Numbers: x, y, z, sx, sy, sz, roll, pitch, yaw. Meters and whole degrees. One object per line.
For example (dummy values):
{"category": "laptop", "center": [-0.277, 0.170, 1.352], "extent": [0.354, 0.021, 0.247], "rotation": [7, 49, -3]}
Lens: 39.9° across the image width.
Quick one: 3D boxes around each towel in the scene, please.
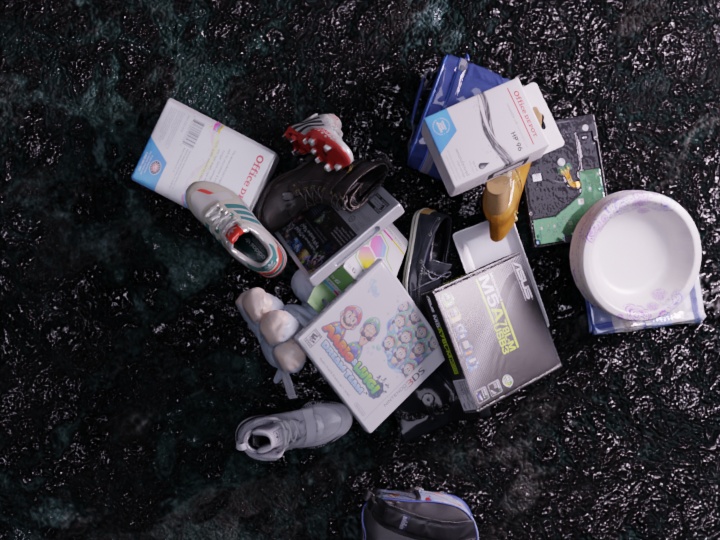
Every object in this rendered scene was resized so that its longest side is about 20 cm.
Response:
{"category": "towel", "center": [0.470, 0.025, 1.655], "extent": [0.196, 0.024, 0.150], "rotation": [-7, 88, -1]}

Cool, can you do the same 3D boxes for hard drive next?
{"category": "hard drive", "center": [0.335, -0.147, 1.649], "extent": [0.137, 0.038, 0.204], "rotation": [-10, 88, -1]}

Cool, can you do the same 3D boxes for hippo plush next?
{"category": "hippo plush", "center": [-0.083, 0.083, 1.563], "extent": [0.159, 0.159, 0.202], "rotation": [-31, 116, -15]}

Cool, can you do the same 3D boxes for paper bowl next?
{"category": "paper bowl", "center": [0.432, -0.026, 1.585], "extent": [0.197, 0.104, 0.205], "rotation": [-1, 97, -7]}

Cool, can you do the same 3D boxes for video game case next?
{"category": "video game case", "center": [-0.039, -0.078, 1.573], "extent": [0.181, 0.200, 0.023], "rotation": [-39, 123, -1]}
{"category": "video game case", "center": [0.021, 0.116, 1.521], "extent": [0.182, 0.024, 0.201], "rotation": [-42, 111, -13]}

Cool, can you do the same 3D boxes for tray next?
{"category": "tray", "center": [0.233, 0.016, 1.652], "extent": [0.106, 0.022, 0.203], "rotation": [-19, 89, -2]}

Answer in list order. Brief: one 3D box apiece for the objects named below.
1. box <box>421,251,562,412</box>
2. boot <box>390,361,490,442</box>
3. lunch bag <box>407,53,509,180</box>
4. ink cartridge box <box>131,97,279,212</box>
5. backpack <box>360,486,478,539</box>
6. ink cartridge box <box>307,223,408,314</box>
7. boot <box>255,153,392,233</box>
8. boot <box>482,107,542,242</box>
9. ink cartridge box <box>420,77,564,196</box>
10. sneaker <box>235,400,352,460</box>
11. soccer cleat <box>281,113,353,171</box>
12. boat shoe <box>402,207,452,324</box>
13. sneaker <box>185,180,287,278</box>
{"category": "box", "center": [0.210, 0.096, 1.575], "extent": [0.191, 0.047, 0.203], "rotation": [-20, 90, -29]}
{"category": "boot", "center": [0.113, 0.166, 1.619], "extent": [0.165, 0.076, 0.204], "rotation": [-13, 95, -5]}
{"category": "lunch bag", "center": [0.148, -0.250, 1.598], "extent": [0.130, 0.136, 0.203], "rotation": [19, 86, -1]}
{"category": "ink cartridge box", "center": [-0.248, -0.166, 1.616], "extent": [0.198, 0.085, 0.146], "rotation": [27, 90, 1]}
{"category": "backpack", "center": [0.095, 0.439, 1.579], "extent": [0.187, 0.154, 0.204], "rotation": [2, 95, 7]}
{"category": "ink cartridge box", "center": [0.000, 0.000, 1.561], "extent": [0.104, 0.059, 0.202], "rotation": [46, 47, -27]}
{"category": "boot", "center": [-0.061, -0.122, 1.561], "extent": [0.200, 0.173, 0.070], "rotation": [-45, 123, -14]}
{"category": "boot", "center": [0.240, -0.160, 1.598], "extent": [0.070, 0.145, 0.204], "rotation": [16, 66, 16]}
{"category": "ink cartridge box", "center": [0.203, -0.208, 1.491], "extent": [0.197, 0.068, 0.118], "rotation": [-24, 82, -4]}
{"category": "sneaker", "center": [-0.108, 0.261, 1.595], "extent": [0.196, 0.115, 0.077], "rotation": [-10, 89, -1]}
{"category": "soccer cleat", "center": [-0.055, -0.212, 1.575], "extent": [0.085, 0.199, 0.069], "rotation": [-40, 118, -14]}
{"category": "boat shoe", "center": [0.113, -0.001, 1.620], "extent": [0.061, 0.074, 0.204], "rotation": [3, 85, 36]}
{"category": "sneaker", "center": [-0.195, -0.070, 1.522], "extent": [0.200, 0.093, 0.070], "rotation": [44, 90, 6]}
